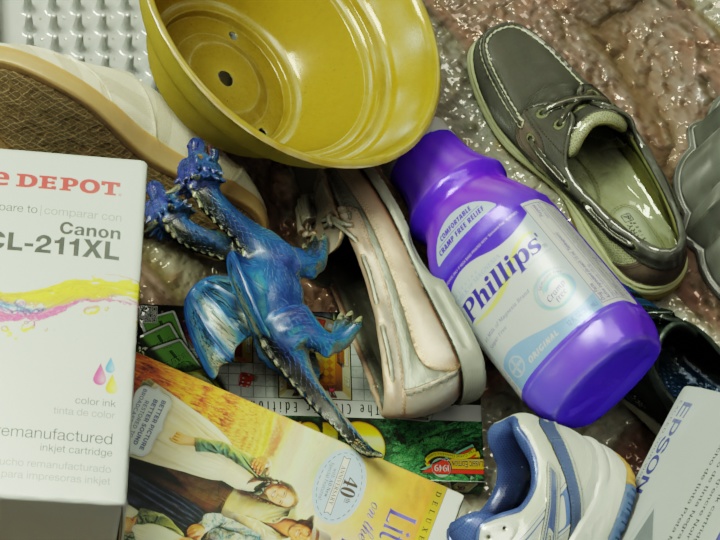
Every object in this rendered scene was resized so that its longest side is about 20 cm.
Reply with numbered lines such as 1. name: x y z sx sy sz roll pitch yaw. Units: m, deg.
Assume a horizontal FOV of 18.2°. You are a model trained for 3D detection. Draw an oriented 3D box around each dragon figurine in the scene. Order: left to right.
1. dragon figurine: -0.057 0.023 1.228 0.099 0.059 0.200 7 55 -41

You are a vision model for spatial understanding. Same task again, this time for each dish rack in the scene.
1. dish rack: -0.136 -0.151 1.355 0.200 0.044 0.172 -1 66 -12

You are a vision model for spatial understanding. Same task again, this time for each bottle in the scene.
1. bottle: 0.083 -0.006 1.270 0.084 0.065 0.200 -46 59 16

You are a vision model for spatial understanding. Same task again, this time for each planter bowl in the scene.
1. planter bowl: -0.058 -0.126 1.272 0.200 0.083 0.201 20 52 -28

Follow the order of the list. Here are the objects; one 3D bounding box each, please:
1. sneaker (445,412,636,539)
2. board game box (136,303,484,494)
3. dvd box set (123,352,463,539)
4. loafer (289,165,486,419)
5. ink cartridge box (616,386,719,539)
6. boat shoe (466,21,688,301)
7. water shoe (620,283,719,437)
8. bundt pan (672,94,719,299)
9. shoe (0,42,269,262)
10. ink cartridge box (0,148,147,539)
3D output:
1. sneaker: 0.073 0.171 1.189 0.088 0.075 0.200 31 61 -21
2. board game box: -0.030 0.073 1.280 0.200 0.023 0.105 2 66 -9
3. dvd box set: -0.061 0.145 1.194 0.200 0.029 0.146 24 60 0
4. loafer: 0.000 0.000 1.277 0.063 0.072 0.200 -20 56 -19
5. ink cartridge box: 0.169 0.159 1.144 0.041 0.200 0.200 29 85 -12
6. boat shoe: 0.137 -0.077 1.357 0.072 0.066 0.201 -26 72 -20
7. water shoe: 0.159 0.037 1.300 0.200 0.079 0.072 35 63 7
8. bundt pan: 0.296 -0.053 1.371 0.202 0.076 0.202 4 63 -8
9. shoe: -0.137 -0.073 1.280 0.200 0.070 0.053 33 36 -24
10. ink cartridge box: -0.189 0.039 1.158 0.146 0.083 0.200 4 61 -7
